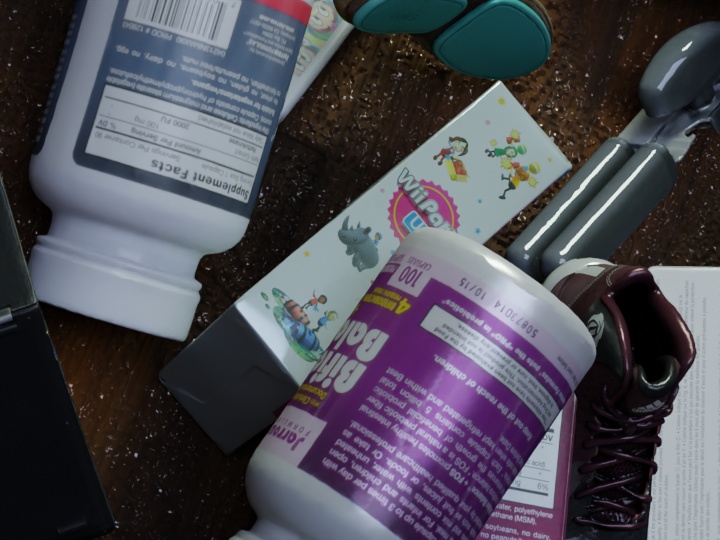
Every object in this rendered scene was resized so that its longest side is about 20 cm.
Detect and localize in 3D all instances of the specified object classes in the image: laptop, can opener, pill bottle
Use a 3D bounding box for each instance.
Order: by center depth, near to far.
[{"bbox_3d":[0.015,0.088,1.243,0.112,0.112,0.200,37,79,-9],"label":"pill bottle"},{"bbox_3d":[-0.245,0.052,1.308,0.187,0.116,0.200,-18,111,-4],"label":"laptop"},{"bbox_3d":[-0.106,-0.071,1.355,0.119,0.120,0.200,17,89,-17],"label":"pill bottle"},{"bbox_3d":[0.150,-0.065,1.497,0.200,0.053,0.067,-50,127,-28],"label":"can opener"}]

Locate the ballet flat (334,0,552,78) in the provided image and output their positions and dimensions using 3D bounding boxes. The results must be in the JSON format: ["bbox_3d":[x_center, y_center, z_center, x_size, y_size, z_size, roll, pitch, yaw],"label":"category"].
[{"bbox_3d":[0.041,-0.157,1.434,0.200,0.068,0.072,8,55,-56],"label":"ballet flat"}]

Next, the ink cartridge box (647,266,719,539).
[{"bbox_3d":[0.164,0.097,1.474,0.176,0.045,0.200,2,73,5],"label":"ink cartridge box"}]

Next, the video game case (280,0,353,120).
[{"bbox_3d":[-0.062,-0.211,1.469,0.182,0.024,0.200,40,65,-8],"label":"video game case"}]

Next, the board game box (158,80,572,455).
[{"bbox_3d":[0.000,0.000,1.377,0.200,0.148,0.064,-42,92,-25],"label":"board game box"}]

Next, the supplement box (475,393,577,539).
[{"bbox_3d":[0.035,0.161,1.357,0.103,0.131,0.200,12,71,-17],"label":"supplement box"}]

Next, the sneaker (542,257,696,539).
[{"bbox_3d":[0.132,0.090,1.377,0.075,0.115,0.201,0,86,-18],"label":"sneaker"}]
